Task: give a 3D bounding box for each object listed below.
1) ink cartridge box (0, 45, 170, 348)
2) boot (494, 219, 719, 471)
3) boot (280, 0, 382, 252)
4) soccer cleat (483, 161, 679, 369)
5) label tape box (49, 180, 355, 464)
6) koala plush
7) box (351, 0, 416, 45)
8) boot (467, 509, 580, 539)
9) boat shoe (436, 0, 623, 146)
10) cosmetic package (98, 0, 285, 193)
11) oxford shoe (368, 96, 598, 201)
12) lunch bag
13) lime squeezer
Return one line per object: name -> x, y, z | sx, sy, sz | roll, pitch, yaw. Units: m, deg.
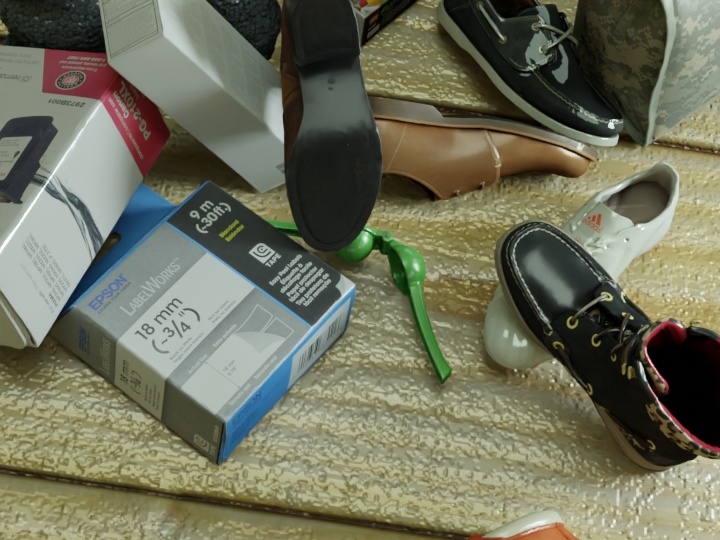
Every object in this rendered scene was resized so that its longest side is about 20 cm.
ink cartridge box -> -0.245, -0.056, 1.106 | 0.144, 0.084, 0.200 | 8, 53, 28
boot -> 0.173, 0.046, 1.051 | 0.073, 0.151, 0.200 | -33, 91, -10
boot -> -0.036, -0.125, 1.164 | 0.068, 0.189, 0.200 | -12, 16, -5
soccer cleat -> 0.158, -0.008, 1.160 | 0.069, 0.078, 0.200 | 39, 61, 17
label tape box -> -0.126, 0.015, 1.115 | 0.200, 0.063, 0.144 | 35, 59, 14
koala plush -> -0.177, -0.213, 1.199 | 0.199, 0.177, 0.184 | -21, 74, -24
box -> 0.027, -0.279, 1.345 | 0.110, 0.035, 0.200 | 38, 60, 17
boot -> 0.076, 0.223, 1.007 | 0.199, 0.075, 0.107 | -22, 59, -30
boat shoe -> 0.135, -0.172, 1.255 | 0.072, 0.068, 0.200 | -8, 49, -43
cosmetic package -> -0.109, -0.137, 1.142 | 0.050, 0.200, 0.083 | -23, 57, 19
oxford shoe -> 0.081, -0.085, 1.219 | 0.199, 0.071, 0.072 | 6, 92, -12
lunch bag -> 0.255, -0.216, 1.225 | 0.164, 0.200, 0.118 | -32, 66, -15
lime squeezer -> 0.000, 0.000, 1.163 | 0.200, 0.038, 0.071 | 35, 78, 15
